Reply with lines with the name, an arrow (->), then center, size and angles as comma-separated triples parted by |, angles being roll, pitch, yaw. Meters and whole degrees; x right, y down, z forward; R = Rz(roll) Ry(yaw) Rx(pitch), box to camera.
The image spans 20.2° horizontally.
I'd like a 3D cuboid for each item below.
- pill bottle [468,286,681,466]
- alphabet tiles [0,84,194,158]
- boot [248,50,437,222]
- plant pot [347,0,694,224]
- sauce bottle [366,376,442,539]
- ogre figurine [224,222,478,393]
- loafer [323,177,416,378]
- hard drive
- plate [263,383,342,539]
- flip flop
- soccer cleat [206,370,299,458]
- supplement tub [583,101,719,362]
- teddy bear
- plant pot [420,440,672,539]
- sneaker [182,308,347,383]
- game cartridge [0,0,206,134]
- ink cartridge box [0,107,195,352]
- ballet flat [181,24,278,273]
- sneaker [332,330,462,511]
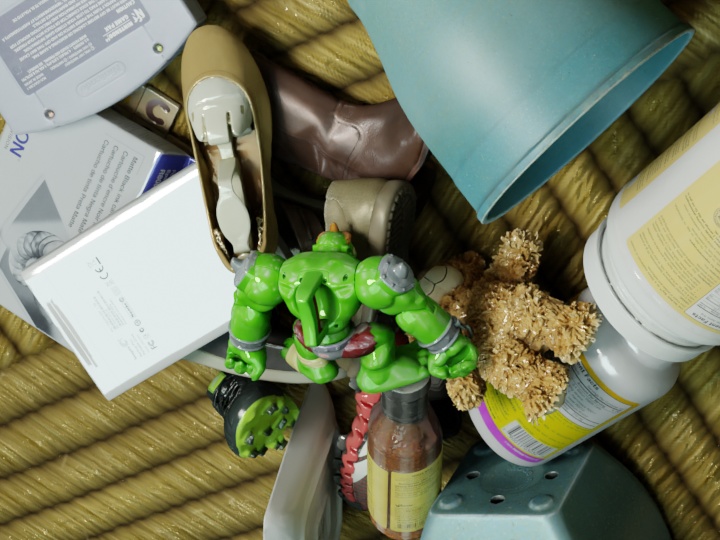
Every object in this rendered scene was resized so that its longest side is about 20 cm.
pill bottle -> 0.183, 0.073, 1.610 | 0.104, 0.104, 0.200 | 46, 130, -10
alphabet tiles -> -0.232, -0.100, 1.752 | 0.166, 0.006, 0.200 | 33, 131, 1
boot -> -0.025, -0.140, 1.590 | 0.200, 0.064, 0.187 | 29, 130, 11
plant pot -> 0.098, -0.168, 1.428 | 0.188, 0.200, 0.200 | 48, 132, 7
sauce bottle -> 0.038, 0.144, 1.655 | 0.066, 0.066, 0.200 | 19, 142, 13
ogre figurine -> -0.017, 0.035, 1.541 | 0.200, 0.098, 0.120 | 17, 142, 32
loafer -> 0.000, 0.000, 1.620 | 0.067, 0.076, 0.200 | 26, 131, 19
hard drive -> -0.162, 0.004, 1.662 | 0.200, 0.027, 0.132 | -30, 101, 15
plate -> -0.047, 0.227, 1.777 | 0.032, 0.200, 0.200 | 7, 127, 10
flip flop -> -0.058, -0.034, 1.679 | 0.200, 0.058, 0.081 | 29, 132, 1
soccer cleat -> -0.101, 0.119, 1.747 | 0.081, 0.200, 0.068 | 36, 88, 8
supplement tub -> 0.270, -0.035, 1.459 | 0.145, 0.145, 0.200 | 41, 132, -6
teddy bear -> 0.104, 0.041, 1.578 | 0.067, 0.200, 0.145 | 15, 118, -40
plant pot -> 0.151, 0.254, 1.710 | 0.196, 0.196, 0.200 | -3, 116, 28
sneaker -> -0.098, 0.031, 1.725 | 0.200, 0.075, 0.106 | 12, 98, 9
game cartridge -> -0.225, -0.195, 1.619 | 0.200, 0.041, 0.133 | -27, 97, 26
ink cartridge box -> -0.231, -0.036, 1.703 | 0.200, 0.041, 0.200 | 29, 109, 15
ballet flat -> -0.100, -0.091, 1.577 | 0.069, 0.063, 0.200 | -9, 105, 9
sneaker -> 0.035, 0.143, 1.756 | 0.098, 0.071, 0.201 | 22, 129, 13
